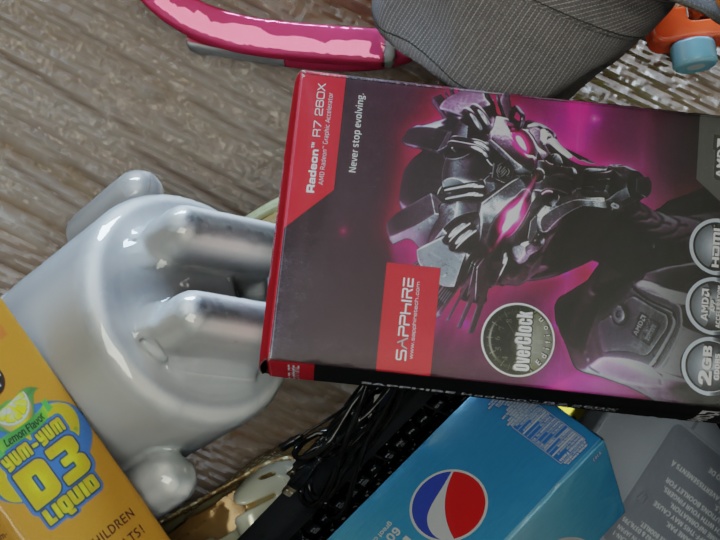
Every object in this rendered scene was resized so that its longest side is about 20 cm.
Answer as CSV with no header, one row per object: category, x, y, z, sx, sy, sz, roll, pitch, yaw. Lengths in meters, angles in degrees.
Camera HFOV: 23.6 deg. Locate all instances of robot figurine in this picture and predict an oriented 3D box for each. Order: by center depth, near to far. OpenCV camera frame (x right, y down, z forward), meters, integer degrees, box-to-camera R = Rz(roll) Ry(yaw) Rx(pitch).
robot figurine,-0.110,0.039,0.802,0.113,0.200,0.170,15,59,-36

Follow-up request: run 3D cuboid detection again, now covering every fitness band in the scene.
fitness band,-0.029,-0.176,0.873,0.199,0.037,0.144,7,87,0

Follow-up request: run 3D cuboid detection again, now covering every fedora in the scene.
fedora,0.066,-0.128,0.780,0.176,0.200,0.090,20,113,-22

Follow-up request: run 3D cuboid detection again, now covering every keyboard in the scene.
keyboard,0.015,0.093,0.779,0.104,0.040,0.200,29,111,-38

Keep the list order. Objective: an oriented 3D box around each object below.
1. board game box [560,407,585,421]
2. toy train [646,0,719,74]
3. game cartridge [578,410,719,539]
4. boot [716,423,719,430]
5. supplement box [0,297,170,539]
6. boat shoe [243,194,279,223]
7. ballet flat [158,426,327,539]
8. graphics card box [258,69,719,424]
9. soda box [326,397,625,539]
board game box,0.087,0.029,0.855,0.101,0.048,0.201,5,87,1
toy train,0.209,-0.074,0.852,0.150,0.056,0.201,-12,78,-2
game cartridge,0.169,0.143,0.823,0.200,0.040,0.133,39,75,-14
boot,0.244,0.098,0.791,0.200,0.076,0.169,-3,73,-34
supplement box,-0.138,0.112,0.742,0.069,0.067,0.200,-33,94,43
boat shoe,0.000,0.000,0.804,0.200,0.076,0.072,-21,130,33
ballet flat,-0.066,0.138,0.844,0.200,0.065,0.071,-32,83,-1
graphics card box,0.063,-0.008,0.716,0.199,0.051,0.126,7,78,-1
soda box,0.021,0.140,0.730,0.200,0.068,0.064,-43,54,-14
